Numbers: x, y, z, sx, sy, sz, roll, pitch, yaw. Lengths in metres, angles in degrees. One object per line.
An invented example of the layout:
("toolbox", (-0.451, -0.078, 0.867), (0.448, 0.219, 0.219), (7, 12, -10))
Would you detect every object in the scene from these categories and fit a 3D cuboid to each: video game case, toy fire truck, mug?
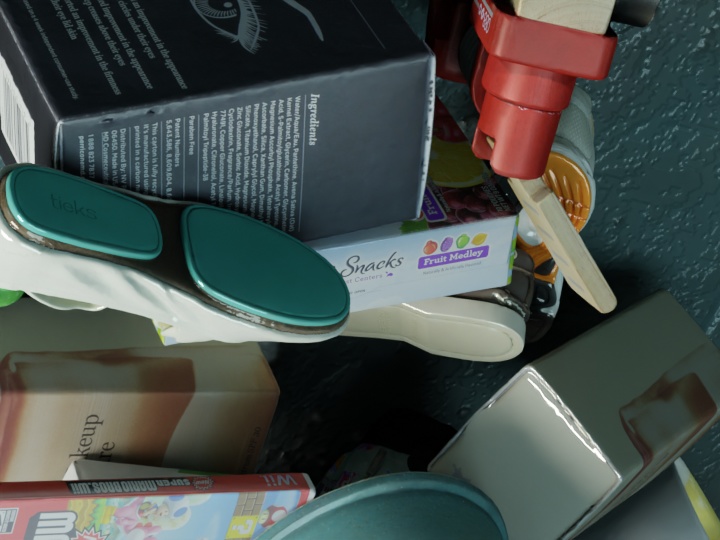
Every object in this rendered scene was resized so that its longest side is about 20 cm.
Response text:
("video game case", (-0.133, 0.166, 1.231), (0.198, 0.017, 0.144), (0, 126, -28))
("toy fire truck", (0.090, -0.096, 1.229), (0.128, 0.176, 0.202), (11, 109, -11))
("mug", (0.190, 0.236, 1.609), (0.152, 0.150, 0.187), (-30, 128, 9))

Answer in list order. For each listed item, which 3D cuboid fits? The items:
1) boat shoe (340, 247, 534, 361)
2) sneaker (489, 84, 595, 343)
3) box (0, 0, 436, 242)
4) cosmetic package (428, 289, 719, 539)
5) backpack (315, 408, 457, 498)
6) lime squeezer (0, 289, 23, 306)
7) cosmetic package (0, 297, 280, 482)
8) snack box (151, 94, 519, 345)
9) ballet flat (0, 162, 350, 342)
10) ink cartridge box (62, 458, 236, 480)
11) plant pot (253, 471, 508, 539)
("boat shoe", (0.000, 0.000, 1.339), (0.198, 0.060, 0.072), (11, 153, 6))
("sneaker", (0.099, -0.033, 1.391), (0.075, 0.092, 0.200), (21, 143, -4))
("box", (-0.080, -0.089, 1.198), (0.198, 0.148, 0.105), (-11, 130, -19))
("cosmetic package", (0.141, 0.094, 1.419), (0.103, 0.087, 0.200), (-47, 167, 32))
("backpack", (0.011, 0.204, 1.472), (0.201, 0.126, 0.167), (-54, 129, -17))
("lime squeezer", (-0.171, 0.006, 1.270), (0.199, 0.071, 0.038), (-26, 151, -38))
("cosmetic package", (-0.159, 0.079, 1.335), (0.198, 0.087, 0.104), (0, 128, -27))
("snack box", (-0.032, -0.037, 1.268), (0.198, 0.143, 0.053), (-9, 130, -20))
("ballet flat", (-0.099, 0.000, 1.124), (0.199, 0.070, 0.070), (17, 117, -32))
("ink cartridge box", (-0.129, 0.212, 1.347), (0.144, 0.084, 0.201), (9, 125, -33))
("plant pot", (0.033, 0.247, 1.242), (0.199, 0.196, 0.201), (-17, 135, -18))
